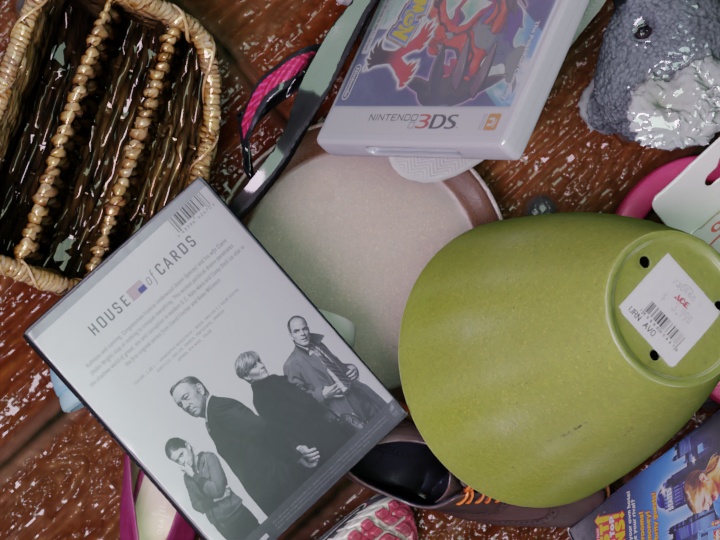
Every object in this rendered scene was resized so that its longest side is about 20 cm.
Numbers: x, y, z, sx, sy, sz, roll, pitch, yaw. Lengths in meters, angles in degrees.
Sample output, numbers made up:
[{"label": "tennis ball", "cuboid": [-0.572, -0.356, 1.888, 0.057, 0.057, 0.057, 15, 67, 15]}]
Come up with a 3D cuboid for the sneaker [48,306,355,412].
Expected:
[{"label": "sneaker", "cuboid": [-0.101, 0.064, 1.703, 0.199, 0.074, 0.082, 0, 78, -7]}]

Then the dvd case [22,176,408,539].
[{"label": "dvd case", "cuboid": [-0.089, 0.065, 1.657, 0.150, 0.025, 0.200, -42, 93, -14]}]

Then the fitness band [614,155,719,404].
[{"label": "fitness band", "cuboid": [0.256, 0.012, 1.773, 0.200, 0.037, 0.144, 38, 88, 1]}]

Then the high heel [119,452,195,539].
[{"label": "high heel", "cuboid": [-0.127, 0.094, 1.732, 0.067, 0.096, 0.201, 9, 88, -1]}]

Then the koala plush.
[{"label": "koala plush", "cuboid": [0.231, -0.153, 1.715, 0.200, 0.177, 0.184, -44, 107, -6]}]

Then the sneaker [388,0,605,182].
[{"label": "sneaker", "cuboid": [0.080, -0.156, 1.750, 0.074, 0.116, 0.200, 35, 102, -32]}]

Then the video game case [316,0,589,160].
[{"label": "video game case", "cuboid": [0.071, -0.161, 1.682, 0.023, 0.182, 0.201, 36, 70, -35]}]

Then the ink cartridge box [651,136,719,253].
[{"label": "ink cartridge box", "cuboid": [0.284, -0.005, 1.676, 0.116, 0.068, 0.200, -43, 122, 1]}]

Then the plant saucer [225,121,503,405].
[{"label": "plant saucer", "cuboid": [0.000, 0.000, 1.769, 0.199, 0.034, 0.201, 0, 87, -2]}]

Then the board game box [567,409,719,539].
[{"label": "board game box", "cuboid": [0.214, 0.194, 1.674, 0.061, 0.200, 0.201, 10, 68, -30]}]

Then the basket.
[{"label": "basket", "cuboid": [-0.166, -0.079, 1.711, 0.142, 0.149, 0.201, 20, 87, 0]}]

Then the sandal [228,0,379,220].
[{"label": "sandal", "cuboid": [-0.043, -0.119, 1.717, 0.045, 0.075, 0.201, 30, 89, -2]}]

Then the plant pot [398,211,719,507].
[{"label": "plant pot", "cuboid": [0.146, 0.042, 1.629, 0.186, 0.200, 0.188, 4, 78, -21]}]

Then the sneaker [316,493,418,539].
[{"label": "sneaker", "cuboid": [-0.045, 0.215, 1.744, 0.200, 0.075, 0.081, -41, 133, -13]}]

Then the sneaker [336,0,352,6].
[{"label": "sneaker", "cuboid": [0.008, -0.274, 1.757, 0.082, 0.075, 0.201, 22, 88, -2]}]

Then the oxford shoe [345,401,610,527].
[{"label": "oxford shoe", "cuboid": [0.071, 0.138, 1.733, 0.199, 0.073, 0.072, 13, 108, -12]}]
